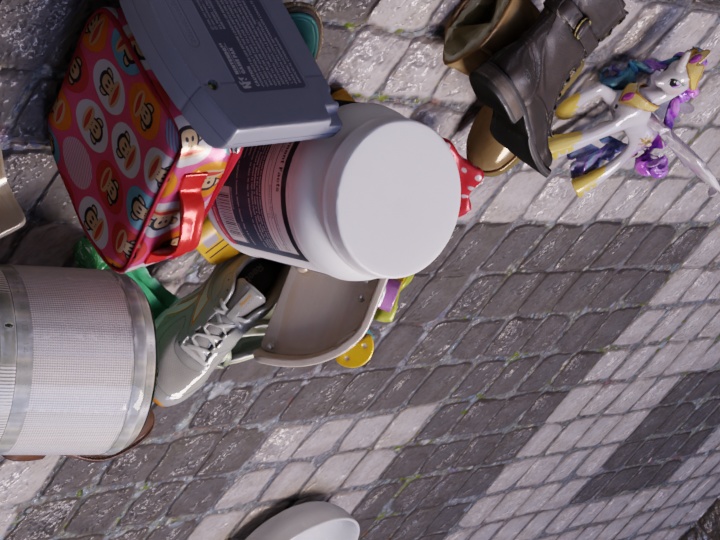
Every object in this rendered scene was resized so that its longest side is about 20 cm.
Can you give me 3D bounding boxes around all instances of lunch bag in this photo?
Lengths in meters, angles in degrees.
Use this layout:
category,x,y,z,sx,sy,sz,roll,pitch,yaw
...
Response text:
category,x,y,z,sx,sy,sz,roll,pitch,yaw
lunch bag,-0.168,-0.094,1.444,0.081,0.177,0.200,-15,156,-34

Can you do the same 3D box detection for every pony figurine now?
category,x,y,z,sx,sy,sz,roll,pitch,yaw
pony figurine,0.313,-0.160,2.031,0.199,0.167,0.193,-26,148,12

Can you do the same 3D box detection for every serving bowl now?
category,x,y,z,sx,sy,sz,roll,pitch,yaw
serving bowl,-0.100,0.369,2.423,0.199,0.066,0.201,-30,154,-17

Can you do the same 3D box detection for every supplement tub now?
category,x,y,z,sx,sy,sz,roll,pitch,yaw
supplement tub,-0.027,-0.069,1.488,0.139,0.199,0.142,-7,103,-35

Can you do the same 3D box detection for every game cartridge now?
category,x,y,z,sx,sy,sz,roll,pitch,yaw
game cartridge,-0.107,-0.179,1.378,0.133,0.201,0.041,-7,151,-47

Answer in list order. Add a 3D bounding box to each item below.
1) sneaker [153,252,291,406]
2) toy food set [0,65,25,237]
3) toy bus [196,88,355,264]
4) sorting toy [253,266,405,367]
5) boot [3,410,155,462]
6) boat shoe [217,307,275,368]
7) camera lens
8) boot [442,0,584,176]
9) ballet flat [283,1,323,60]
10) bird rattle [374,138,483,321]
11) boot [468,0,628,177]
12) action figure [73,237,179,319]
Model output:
category,x,y,z,sx,sy,sz,roll,pitch,yaw
sneaker,-0.131,0.041,1.714,0.201,0.076,0.092,-54,-164,-16
toy food set,-0.333,-0.071,1.420,0.143,0.061,0.201,-27,153,-21
toy bus,-0.081,-0.093,1.704,0.200,0.065,0.078,-38,153,0
sorting toy,0.000,0.000,1.738,0.180,0.106,0.201,-25,137,-75
boot,-0.243,0.121,1.794,0.185,0.065,0.200,-11,157,-39
boat shoe,-0.153,0.070,1.875,0.199,0.062,0.072,-20,149,-31
camera lens,-0.281,0.076,1.556,0.199,0.161,0.160,3,136,-29
boot,0.128,-0.190,1.822,0.176,0.066,0.200,-56,152,8
ballet flat,-0.081,-0.172,1.582,0.070,0.066,0.201,11,138,-16
bird rattle,0.022,-0.053,1.852,0.162,0.113,0.200,17,119,-40
boot,0.198,-0.196,1.776,0.174,0.069,0.200,-46,149,-8
action figure,-0.230,0.020,1.707,0.118,0.055,0.200,-32,157,-8
